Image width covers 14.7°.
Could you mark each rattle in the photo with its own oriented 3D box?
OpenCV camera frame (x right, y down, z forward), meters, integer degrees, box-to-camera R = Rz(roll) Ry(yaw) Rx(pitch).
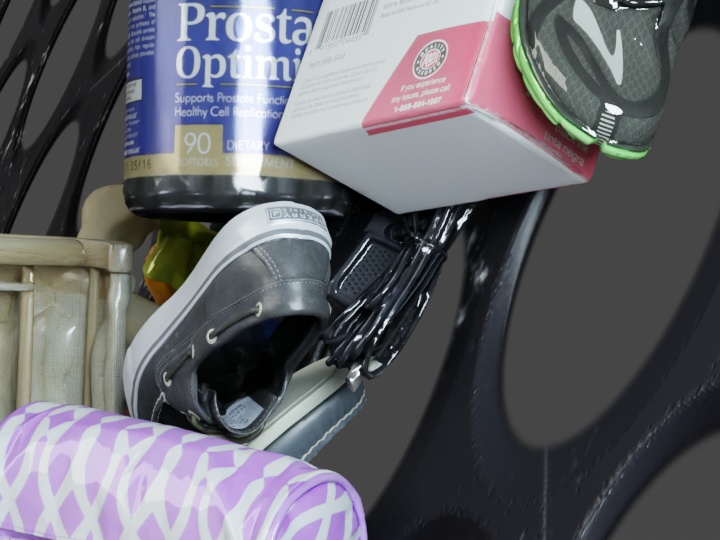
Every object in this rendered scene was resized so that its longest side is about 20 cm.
[{"bbox_3d":[-0.091,0.051,1.544,0.200,0.130,0.143,65,147,34],"label":"rattle"}]

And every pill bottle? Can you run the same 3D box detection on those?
[{"bbox_3d":[-0.056,-0.125,1.334,0.112,0.111,0.201,174,98,-72],"label":"pill bottle"}]

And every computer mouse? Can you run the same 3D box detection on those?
[{"bbox_3d":[0.000,0.000,1.377,0.139,0.053,0.200,-58,22,-15],"label":"computer mouse"}]

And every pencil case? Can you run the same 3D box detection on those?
[{"bbox_3d":[-0.093,0.115,1.293,0.199,0.084,0.085,8,38,36],"label":"pencil case"}]

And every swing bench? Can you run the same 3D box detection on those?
[{"bbox_3d":[-0.225,0.079,1.442,0.130,0.199,0.200,-172,85,-69],"label":"swing bench"}]

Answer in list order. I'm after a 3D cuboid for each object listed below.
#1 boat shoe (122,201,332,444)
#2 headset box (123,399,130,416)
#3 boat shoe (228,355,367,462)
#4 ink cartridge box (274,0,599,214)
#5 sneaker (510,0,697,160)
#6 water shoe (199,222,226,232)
[{"bbox_3d":[-0.059,0.046,1.315,0.200,0.070,0.066,-51,41,49],"label":"boat shoe"},{"bbox_3d":[-0.203,0.085,1.608,0.149,0.200,0.077,5,-66,-60],"label":"headset box"},{"bbox_3d":[-0.066,0.124,1.377,0.200,0.062,0.075,-44,6,2],"label":"boat shoe"},{"bbox_3d":[0.059,-0.136,1.264,0.145,0.085,0.201,-8,59,52],"label":"ink cartridge box"},{"bbox_3d":[0.117,-0.139,1.153,0.084,0.076,0.201,137,151,-61],"label":"sneaker"},{"bbox_3d":[-0.042,-0.088,1.471,0.071,0.079,0.200,-33,4,28],"label":"water shoe"}]
